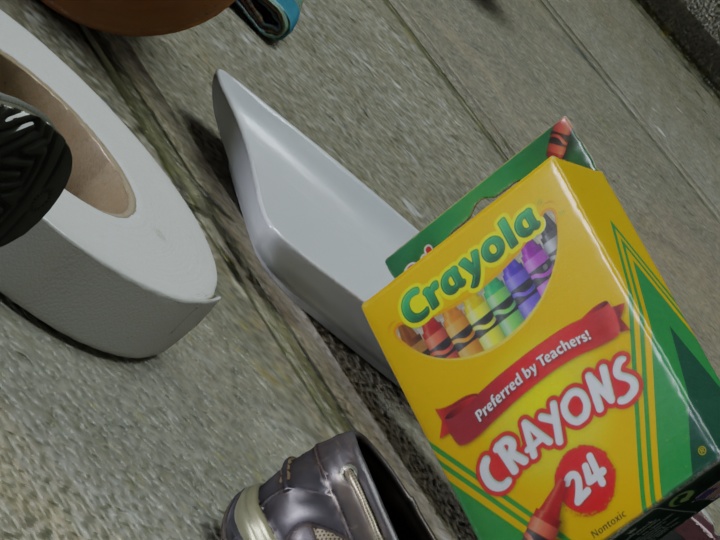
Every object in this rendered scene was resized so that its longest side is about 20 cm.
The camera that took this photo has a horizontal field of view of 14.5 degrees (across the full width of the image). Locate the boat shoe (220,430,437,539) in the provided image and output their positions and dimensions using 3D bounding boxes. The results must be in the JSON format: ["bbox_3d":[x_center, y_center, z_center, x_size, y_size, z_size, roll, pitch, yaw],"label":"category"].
[{"bbox_3d":[0.033,0.142,1.034,0.200,0.073,0.074,48,13,10],"label":"boat shoe"}]

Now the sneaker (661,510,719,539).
[{"bbox_3d":[0.183,0.188,1.403,0.200,0.076,0.115,37,16,11],"label":"sneaker"}]

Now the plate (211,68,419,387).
[{"bbox_3d":[0.000,0.000,1.462,0.199,0.032,0.200,39,15,-26],"label":"plate"}]

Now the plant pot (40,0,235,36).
[{"bbox_3d":[-0.110,-0.215,1.461,0.200,0.200,0.140,39,30,-25],"label":"plant pot"}]

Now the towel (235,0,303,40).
[{"bbox_3d":[-0.093,-0.220,1.876,0.147,0.022,0.200,45,11,-8],"label":"towel"}]

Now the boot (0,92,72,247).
[{"bbox_3d":[-0.212,-0.098,1.018,0.182,0.073,0.200,19,23,-52],"label":"boot"}]

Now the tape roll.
[{"bbox_3d":[-0.141,-0.048,1.153,0.203,0.037,0.203,44,13,-12],"label":"tape roll"}]

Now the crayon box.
[{"bbox_3d":[0.084,0.040,1.314,0.051,0.127,0.200,12,44,-55],"label":"crayon box"}]
